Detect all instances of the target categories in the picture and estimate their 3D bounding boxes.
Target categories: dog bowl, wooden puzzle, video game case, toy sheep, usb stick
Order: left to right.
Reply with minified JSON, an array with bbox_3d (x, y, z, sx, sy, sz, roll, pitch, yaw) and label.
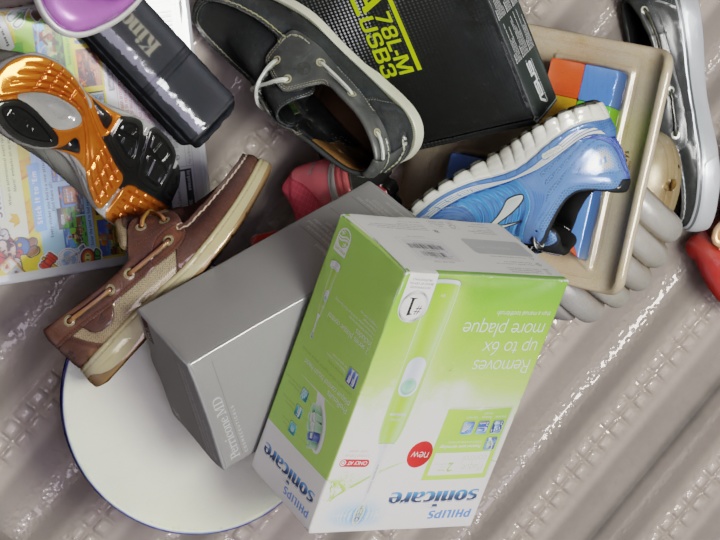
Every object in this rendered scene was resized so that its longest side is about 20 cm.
[{"bbox_3d":[-0.205,-0.099,1.478,0.181,0.023,0.201,-10,106,-17],"label":"video game case"},{"bbox_3d":[-0.171,-0.173,1.440,0.055,0.033,0.200,-46,104,-14],"label":"usb stick"},{"bbox_3d":[-0.123,0.095,1.488,0.199,0.079,0.201,0,88,-8],"label":"dog bowl"},{"bbox_3d":[0.121,-0.092,1.503,0.046,0.199,0.186,4,99,-64],"label":"wooden puzzle"},{"bbox_3d":[0.174,-0.029,1.569,0.138,0.138,0.200,38,104,-22],"label":"toy sheep"}]

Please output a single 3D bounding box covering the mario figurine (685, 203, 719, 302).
[{"bbox_3d":[0.345,-0.057,1.631,0.123,0.106,0.201,16,95,-23],"label":"mario figurine"}]

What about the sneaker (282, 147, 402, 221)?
[{"bbox_3d":[0.000,0.000,1.531,0.074,0.086,0.201,-42,121,-48],"label":"sneaker"}]

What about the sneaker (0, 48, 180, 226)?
[{"bbox_3d":[-0.208,-0.102,1.430,0.076,0.092,0.200,-54,136,-8],"label":"sneaker"}]

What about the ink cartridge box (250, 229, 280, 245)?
[{"bbox_3d":[0.007,0.058,1.570,0.161,0.050,0.201,-12,108,-17],"label":"ink cartridge box"}]

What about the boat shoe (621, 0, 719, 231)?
[{"bbox_3d":[0.244,-0.128,1.604,0.056,0.069,0.201,-9,98,-15],"label":"boat shoe"}]

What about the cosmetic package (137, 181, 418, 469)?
[{"bbox_3d":[-0.044,0.037,1.398,0.200,0.090,0.107,-33,132,-18],"label":"cosmetic package"}]

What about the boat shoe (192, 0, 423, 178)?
[{"bbox_3d":[-0.047,-0.140,1.453,0.200,0.072,0.068,39,44,12],"label":"boat shoe"}]

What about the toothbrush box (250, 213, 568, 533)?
[{"bbox_3d":[0.032,0.071,1.359,0.145,0.086,0.201,4,117,-38],"label":"toothbrush box"}]

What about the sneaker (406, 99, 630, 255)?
[{"bbox_3d":[0.106,-0.039,1.444,0.200,0.078,0.089,-31,85,27],"label":"sneaker"}]

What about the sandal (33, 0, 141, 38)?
[{"bbox_3d":[-0.155,-0.244,1.415,0.083,0.050,0.203,48,61,-11],"label":"sandal"}]

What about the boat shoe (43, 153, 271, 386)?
[{"bbox_3d":[-0.144,-0.014,1.417,0.072,0.072,0.200,41,87,-2],"label":"boat shoe"}]

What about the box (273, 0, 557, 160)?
[{"bbox_3d":[0.021,-0.184,1.457,0.048,0.192,0.201,-45,119,-47],"label":"box"}]
